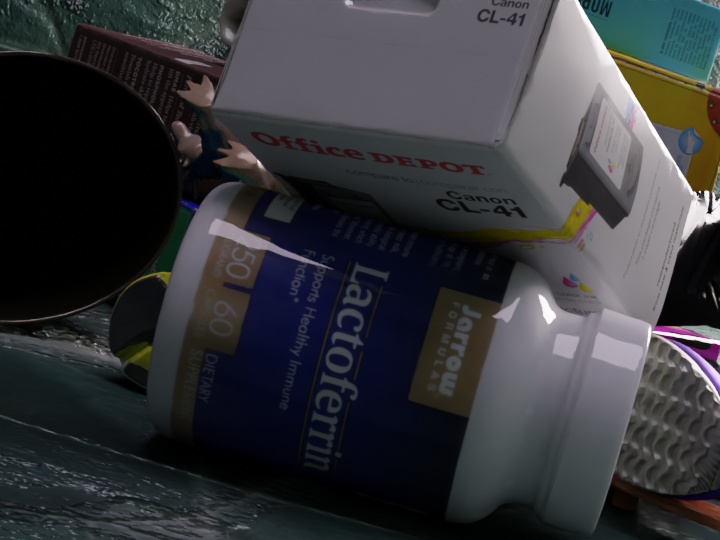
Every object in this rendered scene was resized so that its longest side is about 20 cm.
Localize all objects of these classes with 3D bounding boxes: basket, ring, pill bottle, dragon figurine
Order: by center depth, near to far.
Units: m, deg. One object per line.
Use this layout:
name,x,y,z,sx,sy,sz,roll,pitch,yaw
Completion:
pill bottle,0.017,0.041,0.930,0.198,0.117,0.116,15,7,6
dragon figurine,-0.043,-0.040,1.088,0.059,0.100,0.200,-28,47,-13
ring,0.204,0.124,1.095,0.199,0.019,0.200,16,7,-2
basket,-0.219,-0.056,1.158,0.179,0.137,0.200,-1,10,-31

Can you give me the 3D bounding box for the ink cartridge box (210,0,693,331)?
ink cartridge box,0.046,-0.052,0.958,0.147,0.086,0.200,9,-19,30

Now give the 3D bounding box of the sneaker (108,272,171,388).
sneaker,-0.018,0.039,1.047,0.198,0.075,0.085,17,6,11

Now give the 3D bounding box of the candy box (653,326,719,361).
candy box,0.111,0.039,1.398,0.136,0.062,0.199,10,9,-45

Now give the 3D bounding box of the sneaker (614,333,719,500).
sneaker,0.156,0.067,1.078,0.099,0.070,0.200,14,7,-24

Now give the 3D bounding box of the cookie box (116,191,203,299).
cookie box,-0.081,-0.012,1.312,0.170,0.076,0.200,12,8,-32

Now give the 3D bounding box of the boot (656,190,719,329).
boot,0.119,0.007,1.239,0.167,0.077,0.199,-15,-13,35

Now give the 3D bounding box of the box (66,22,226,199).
box,-0.074,-0.078,1.249,0.199,0.076,0.100,24,10,32

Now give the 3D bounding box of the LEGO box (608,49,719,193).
LEGO box,0.117,-0.069,1.350,0.198,0.150,0.077,17,5,-16

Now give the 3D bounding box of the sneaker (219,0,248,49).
sneaker,0.004,-0.122,1.228,0.199,0.077,0.080,16,11,43

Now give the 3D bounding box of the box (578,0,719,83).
box,0.126,-0.173,1.362,0.199,0.050,0.082,16,3,-26
